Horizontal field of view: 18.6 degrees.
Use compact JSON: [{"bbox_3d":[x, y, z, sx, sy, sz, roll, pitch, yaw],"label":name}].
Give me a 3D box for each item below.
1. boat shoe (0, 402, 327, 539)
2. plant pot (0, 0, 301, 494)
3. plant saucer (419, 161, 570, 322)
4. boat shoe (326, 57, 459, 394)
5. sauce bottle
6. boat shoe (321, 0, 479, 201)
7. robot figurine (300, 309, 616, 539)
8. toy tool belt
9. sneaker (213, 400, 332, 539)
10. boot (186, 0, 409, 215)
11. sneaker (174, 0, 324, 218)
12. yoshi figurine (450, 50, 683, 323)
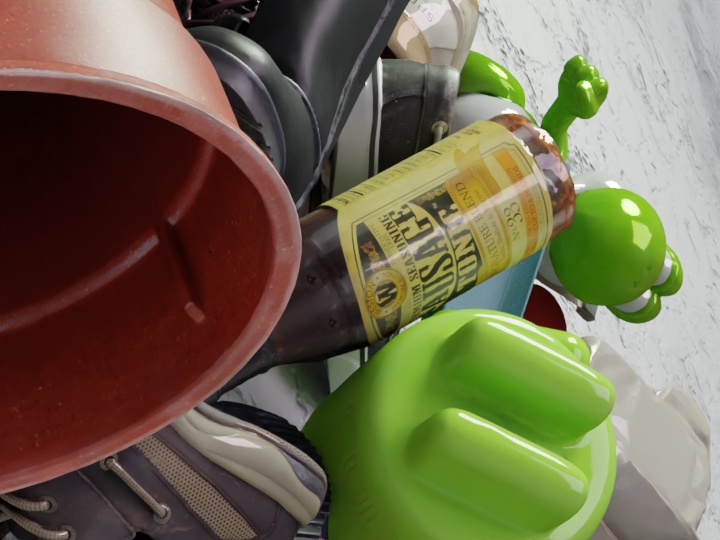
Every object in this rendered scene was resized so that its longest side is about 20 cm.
[{"bbox_3d":[-0.095,0.063,0.747,0.200,0.074,0.074,32,74,-33],"label":"boat shoe"},{"bbox_3d":[-0.136,-0.065,0.624,0.201,0.200,0.196,42,26,-54],"label":"plant pot"},{"bbox_3d":[0.051,0.034,1.096,0.070,0.019,0.201,15,95,-53],"label":"plant saucer"},{"bbox_3d":[0.015,-0.010,1.035,0.071,0.063,0.201,-91,-177,-49],"label":"boat shoe"},{"bbox_3d":[0.000,0.000,0.934,0.066,0.200,0.066,44,-27,30],"label":"sauce bottle"},{"bbox_3d":[0.003,-0.063,1.083,0.069,0.073,0.201,-47,157,-40],"label":"boat shoe"},{"bbox_3d":[0.033,0.089,0.943,0.115,0.200,0.176,25,61,-11],"label":"robot figurine"},{"bbox_3d":[0.102,0.094,1.253,0.200,0.123,0.125,45,45,-28],"label":"toy tool belt"},{"bbox_3d":[-0.046,0.134,0.867,0.200,0.070,0.082,-104,-152,-55],"label":"sneaker"},{"bbox_3d":[-0.019,-0.109,0.864,0.201,0.065,0.165,-61,171,-24],"label":"boot"},{"bbox_3d":[-0.052,-0.106,0.993,0.116,0.075,0.201,77,3,-66],"label":"sneaker"},{"bbox_3d":[0.090,-0.048,1.157,0.200,0.113,0.112,38,38,0],"label":"yoshi figurine"}]
